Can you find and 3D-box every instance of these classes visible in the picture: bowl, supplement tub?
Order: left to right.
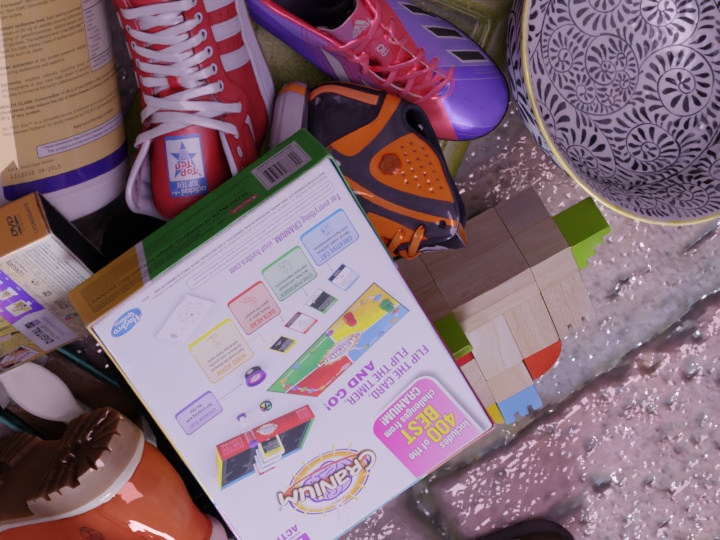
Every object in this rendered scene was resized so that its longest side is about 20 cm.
[{"bbox_3d":[-0.204,-0.128,1.551,0.145,0.145,0.201,-11,107,-13],"label":"supplement tub"},{"bbox_3d":[0.153,-0.125,1.673,0.200,0.094,0.202,0,90,-29],"label":"bowl"}]

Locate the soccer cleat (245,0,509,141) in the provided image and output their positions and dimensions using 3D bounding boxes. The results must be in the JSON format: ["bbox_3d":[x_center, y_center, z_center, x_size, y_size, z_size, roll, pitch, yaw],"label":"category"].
[{"bbox_3d":[0.004,-0.127,1.599,0.200,0.073,0.068,33,92,-22],"label":"soccer cleat"}]

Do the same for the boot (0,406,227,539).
[{"bbox_3d":[-0.156,0.142,1.611,0.107,0.200,0.075,41,60,-23],"label":"boot"}]

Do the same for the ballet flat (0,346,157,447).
[{"bbox_3d":[-0.154,0.088,1.662,0.200,0.070,0.067,33,97,-21],"label":"ballet flat"}]

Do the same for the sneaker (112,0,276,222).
[{"bbox_3d":[-0.097,-0.103,1.519,0.071,0.113,0.200,-7,139,19],"label":"sneaker"}]

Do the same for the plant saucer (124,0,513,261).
[{"bbox_3d":[-0.014,-0.110,1.664,0.199,0.048,0.200,20,98,-20],"label":"plant saucer"}]

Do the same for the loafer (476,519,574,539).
[{"bbox_3d":[0.047,0.210,1.754,0.199,0.071,0.073,-27,110,-8],"label":"loafer"}]

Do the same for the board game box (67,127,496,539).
[{"bbox_3d":[-0.039,0.048,1.534,0.153,0.040,0.200,-34,122,-5],"label":"board game box"}]

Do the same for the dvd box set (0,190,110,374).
[{"bbox_3d":[-0.231,0.032,1.541,0.199,0.146,0.029,-25,69,6],"label":"dvd box set"}]

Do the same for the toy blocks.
[{"bbox_3d":[0.060,0.042,1.688,0.199,0.100,0.137,-29,143,-1],"label":"toy blocks"}]

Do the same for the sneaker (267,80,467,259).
[{"bbox_3d":[0.000,0.000,1.589,0.111,0.078,0.201,6,93,3],"label":"sneaker"}]

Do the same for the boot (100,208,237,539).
[{"bbox_3d":[-0.075,0.062,1.686,0.077,0.138,0.201,-22,75,23],"label":"boot"}]
